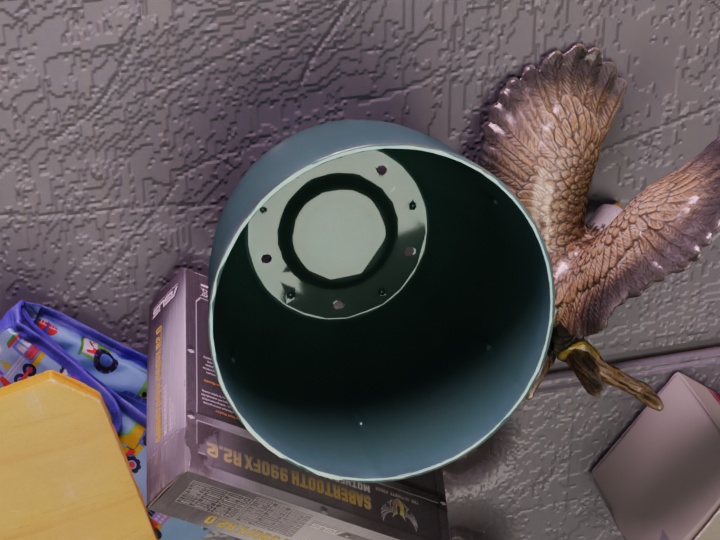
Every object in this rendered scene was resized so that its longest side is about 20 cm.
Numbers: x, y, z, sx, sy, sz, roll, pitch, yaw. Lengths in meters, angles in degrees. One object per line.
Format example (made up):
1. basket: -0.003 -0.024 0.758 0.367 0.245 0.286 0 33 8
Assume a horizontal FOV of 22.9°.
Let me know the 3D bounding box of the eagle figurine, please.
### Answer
1. eagle figurine: 0.144 -0.022 1.135 0.150 0.152 0.201 6 131 -8

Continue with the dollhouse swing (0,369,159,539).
1. dollhouse swing: -0.240 0.141 1.094 0.175 0.182 0.201 -26 113 -17

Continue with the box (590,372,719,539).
1. box: 0.290 0.183 1.302 0.199 0.128 0.109 27 110 -30

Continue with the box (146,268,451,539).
1. box: -0.039 0.102 1.130 0.199 0.159 0.048 21 133 -28

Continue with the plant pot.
1. plant pot: 0.000 0.000 1.065 0.199 0.161 0.202 -3 110 -9

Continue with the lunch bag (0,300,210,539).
1. lunch bag: -0.192 0.113 1.145 0.199 0.094 0.151 34 116 -18
